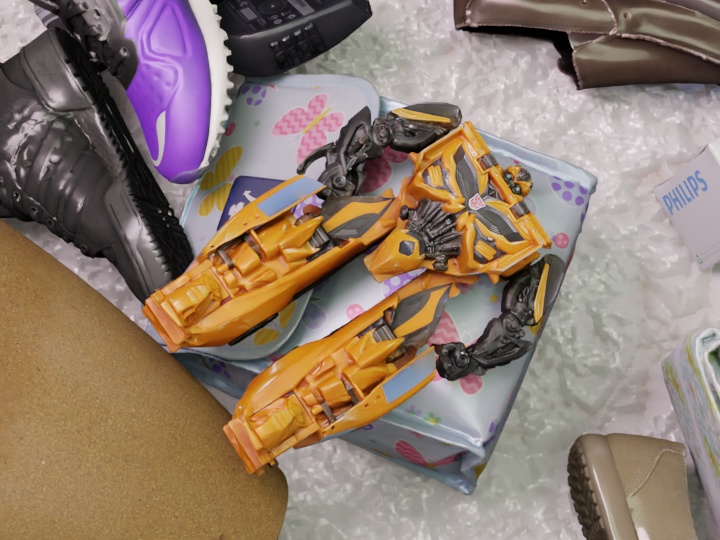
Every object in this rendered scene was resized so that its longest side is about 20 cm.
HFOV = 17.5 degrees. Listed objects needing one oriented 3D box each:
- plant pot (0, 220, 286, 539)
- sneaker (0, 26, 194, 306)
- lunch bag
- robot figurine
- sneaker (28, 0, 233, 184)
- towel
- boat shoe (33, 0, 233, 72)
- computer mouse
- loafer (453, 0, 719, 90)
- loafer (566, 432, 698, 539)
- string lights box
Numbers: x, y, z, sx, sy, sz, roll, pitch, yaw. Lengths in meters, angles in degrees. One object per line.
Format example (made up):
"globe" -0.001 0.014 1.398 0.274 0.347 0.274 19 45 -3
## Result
"plant pot" -0.145 0.099 1.150 0.200 0.186 0.187 30 74 -18
"sneaker" -0.167 -0.046 1.206 0.104 0.060 0.200 -31 74 11
"lunch bag" 0.000 0.000 1.220 0.200 0.127 0.170 22 74 7
"robot figurine" 0.005 0.004 1.125 0.200 0.058 0.145 -34 87 -15
"sneaker" -0.129 -0.138 1.189 0.099 0.070 0.200 -6 80 -22
"towel" 0.208 0.111 1.192 0.048 0.200 0.171 -18 82 0
"boat shoe" -0.075 -0.157 1.269 0.200 0.070 0.066 -22 90 -13
"computer mouse" 0.009 -0.147 1.243 0.200 0.059 0.034 -21 126 -11
"loafer" 0.139 -0.130 1.305 0.200 0.073 0.071 20 86 0
"loafer" 0.168 0.176 1.234 0.067 0.076 0.200 -16 81 -7
"string lights box" 0.270 -0.080 1.293 0.200 0.103 0.059 -29 85 -14
